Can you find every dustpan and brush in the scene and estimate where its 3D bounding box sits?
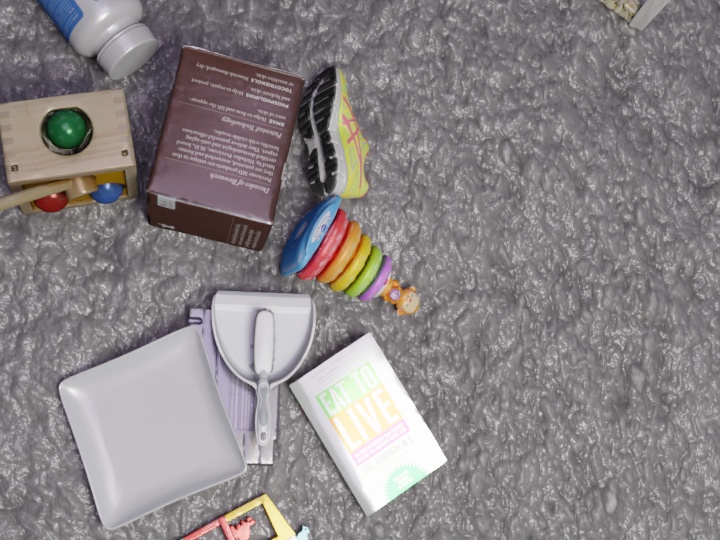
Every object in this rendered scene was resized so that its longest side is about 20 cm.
[{"bbox_3d":[-0.125,0.124,1.381,0.137,0.057,0.204,3,79,-10],"label":"dustpan and brush"}]

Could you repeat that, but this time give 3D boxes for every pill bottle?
[{"bbox_3d":[-0.363,-0.360,1.437,0.112,0.112,0.201,-36,87,-15],"label":"pill bottle"}]

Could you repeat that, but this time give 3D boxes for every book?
[{"bbox_3d":[0.008,0.204,1.435,0.133,0.048,0.202,-32,88,-11],"label":"book"}]

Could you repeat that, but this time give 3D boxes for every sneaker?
[{"bbox_3d":[-0.029,-0.186,1.493,0.089,0.078,0.203,15,64,-41],"label":"sneaker"}]

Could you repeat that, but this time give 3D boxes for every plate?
[{"bbox_3d":[-0.263,0.199,1.366,0.197,0.032,0.202,-23,78,0],"label":"plate"}]

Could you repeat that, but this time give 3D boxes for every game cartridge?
[{"bbox_3d":[-0.169,0.153,1.415,0.127,0.038,0.204,5,78,-14],"label":"game cartridge"}]

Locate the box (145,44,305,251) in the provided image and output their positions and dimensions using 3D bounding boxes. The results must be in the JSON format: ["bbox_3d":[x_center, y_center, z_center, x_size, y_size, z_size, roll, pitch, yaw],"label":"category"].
[{"bbox_3d":[-0.179,-0.155,1.403,0.162,0.166,0.203,13,77,-8],"label":"box"}]

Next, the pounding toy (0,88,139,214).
[{"bbox_3d":[-0.374,-0.131,1.344,0.181,0.200,0.145,-10,81,-12],"label":"pounding toy"}]

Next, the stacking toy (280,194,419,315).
[{"bbox_3d":[0.000,0.000,1.451,0.199,0.110,0.117,35,72,-14],"label":"stacking toy"}]

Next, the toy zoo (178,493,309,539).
[{"bbox_3d":[-0.155,0.378,1.379,0.198,0.020,0.133,-26,85,-15],"label":"toy zoo"}]

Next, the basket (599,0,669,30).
[{"bbox_3d":[0.432,-0.489,1.600,0.122,0.136,0.202,30,75,-1],"label":"basket"}]
